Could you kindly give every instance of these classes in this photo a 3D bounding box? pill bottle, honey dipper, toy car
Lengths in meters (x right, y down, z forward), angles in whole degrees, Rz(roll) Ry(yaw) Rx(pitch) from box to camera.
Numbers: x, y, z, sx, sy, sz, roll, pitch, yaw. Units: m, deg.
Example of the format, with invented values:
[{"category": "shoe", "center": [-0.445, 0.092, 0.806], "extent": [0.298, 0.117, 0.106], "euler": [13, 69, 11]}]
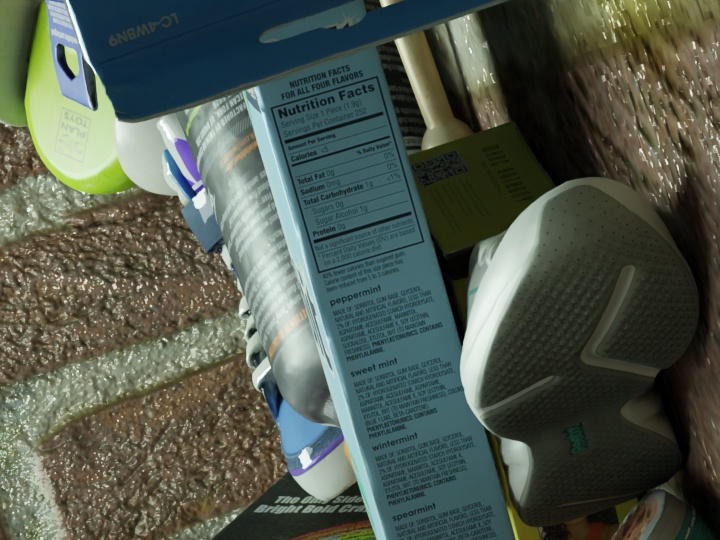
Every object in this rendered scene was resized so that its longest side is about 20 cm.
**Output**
[{"category": "pill bottle", "center": [0.001, -0.009, 1.102], "extent": [0.106, 0.106, 0.200], "euler": [84, 166, -68]}, {"category": "honey dipper", "center": [0.002, -0.129, 1.043], "extent": [0.038, 0.038, 0.201], "euler": [-131, 21, -75]}, {"category": "toy car", "center": [-0.092, -0.132, 1.340], "extent": [0.175, 0.150, 0.201], "euler": [23, 100, 37]}]

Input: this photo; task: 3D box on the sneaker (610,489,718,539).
[{"category": "sneaker", "center": [0.099, 0.144, 0.915], "extent": [0.080, 0.071, 0.200], "euler": [31, 149, 10]}]

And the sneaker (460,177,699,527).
[{"category": "sneaker", "center": [0.057, 0.013, 0.825], "extent": [0.200, 0.070, 0.080], "euler": [82, 170, -67]}]

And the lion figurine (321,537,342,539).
[{"category": "lion figurine", "center": [0.002, 0.179, 0.957], "extent": [0.123, 0.072, 0.200], "euler": [85, -157, -45]}]

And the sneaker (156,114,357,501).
[{"category": "sneaker", "center": [-0.043, -0.004, 1.194], "extent": [0.146, 0.081, 0.200], "euler": [38, -146, -18]}]

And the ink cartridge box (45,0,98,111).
[{"category": "ink cartridge box", "center": [-0.086, -0.161, 0.966], "extent": [0.201, 0.076, 0.136], "euler": [-69, 21, 2]}]

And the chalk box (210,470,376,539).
[{"category": "chalk box", "center": [0.015, 0.156, 1.184], "extent": [0.200, 0.125, 0.124], "euler": [-36, -61, -54]}]

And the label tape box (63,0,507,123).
[{"category": "label tape box", "center": [-0.032, -0.134, 0.795], "extent": [0.200, 0.143, 0.066], "euler": [-117, 9, -54]}]

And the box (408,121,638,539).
[{"category": "box", "center": [0.063, 0.051, 0.980], "extent": [0.075, 0.050, 0.200], "euler": [-117, 9, -57]}]

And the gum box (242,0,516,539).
[{"category": "gum box", "center": [0.000, 0.000, 0.927], "extent": [0.170, 0.044, 0.201], "euler": [-117, 12, -79]}]
